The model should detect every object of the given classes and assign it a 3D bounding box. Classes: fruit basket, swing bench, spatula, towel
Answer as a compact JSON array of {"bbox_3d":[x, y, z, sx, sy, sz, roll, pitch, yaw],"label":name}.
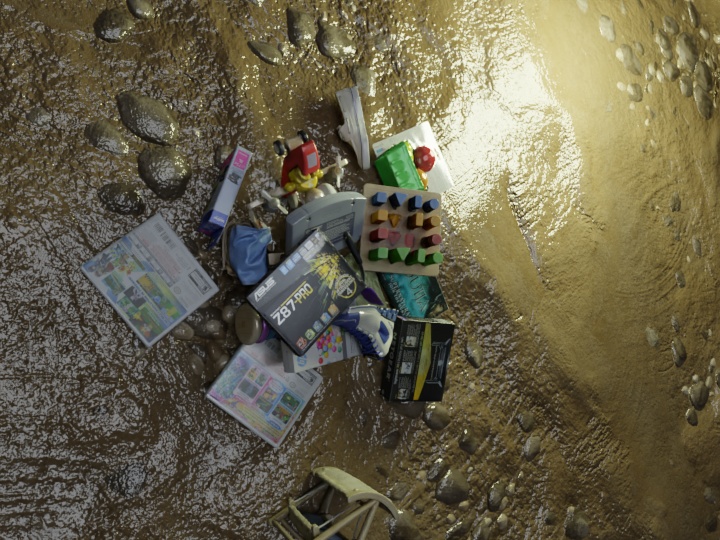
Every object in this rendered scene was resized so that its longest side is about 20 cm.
[{"bbox_3d":[0.137,-0.266,1.315,0.199,0.093,0.187,-31,100,-35],"label":"fruit basket"},{"bbox_3d":[-0.058,0.511,1.061,0.200,0.198,0.130,-45,105,-24],"label":"swing bench"},{"bbox_3d":[0.000,0.000,1.155,0.021,0.056,0.202,-40,122,-36],"label":"spatula"},{"bbox_3d":[-0.014,0.062,1.222,0.147,0.036,0.202,-27,99,-26],"label":"towel"}]

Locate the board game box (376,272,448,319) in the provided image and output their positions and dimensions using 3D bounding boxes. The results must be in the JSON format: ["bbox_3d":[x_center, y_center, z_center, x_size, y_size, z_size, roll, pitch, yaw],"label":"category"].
[{"bbox_3d":[0.128,0.042,1.267,0.134,0.028,0.202,-30,110,-13],"label":"board game box"}]

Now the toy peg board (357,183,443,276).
[{"bbox_3d":[0.105,-0.096,1.176,0.197,0.098,0.202,5,86,-15],"label":"toy peg board"}]

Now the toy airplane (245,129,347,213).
[{"bbox_3d":[-0.130,-0.183,1.101,0.200,0.199,0.142,-40,78,17],"label":"toy airplane"}]

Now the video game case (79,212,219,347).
[{"bbox_3d":[-0.415,0.018,1.026,0.182,0.022,0.201,-42,105,-25],"label":"video game case"}]

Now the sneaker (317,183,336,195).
[{"bbox_3d":[-0.098,-0.107,1.163,0.080,0.070,0.203,25,70,-55],"label":"sneaker"}]

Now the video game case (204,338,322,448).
[{"bbox_3d":[-0.204,0.251,1.111,0.200,0.024,0.183,43,68,-18],"label":"video game case"}]

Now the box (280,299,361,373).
[{"bbox_3d":[-0.085,0.122,1.107,0.198,0.041,0.158,-6,89,-45],"label":"box"}]

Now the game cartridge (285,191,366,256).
[{"bbox_3d":[-0.074,-0.094,1.090,0.199,0.134,0.041,-24,52,-35],"label":"game cartridge"}]

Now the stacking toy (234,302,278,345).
[{"bbox_3d":[-0.167,0.109,1.107,0.198,0.085,0.087,0,84,-45],"label":"stacking toy"}]

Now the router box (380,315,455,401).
[{"bbox_3d":[0.141,0.217,1.256,0.155,0.052,0.203,8,94,-27],"label":"router box"}]

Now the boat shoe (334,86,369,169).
[{"bbox_3d":[-0.023,-0.343,1.250,0.069,0.071,0.203,-11,94,0],"label":"boat shoe"}]

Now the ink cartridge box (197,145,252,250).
[{"bbox_3d":[-0.286,-0.146,1.054,0.042,0.119,0.203,21,76,-25],"label":"ink cartridge box"}]

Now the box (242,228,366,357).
[{"bbox_3d":[-0.107,0.042,1.015,0.200,0.049,0.162,-45,105,-18],"label":"box"}]

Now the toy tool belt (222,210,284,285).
[{"bbox_3d":[-0.222,-0.017,1.070,0.123,0.123,0.203,-8,89,-21],"label":"toy tool belt"}]

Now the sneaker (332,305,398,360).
[{"bbox_3d":[0.018,0.138,1.126,0.198,0.080,0.117,11,75,-50],"label":"sneaker"}]
